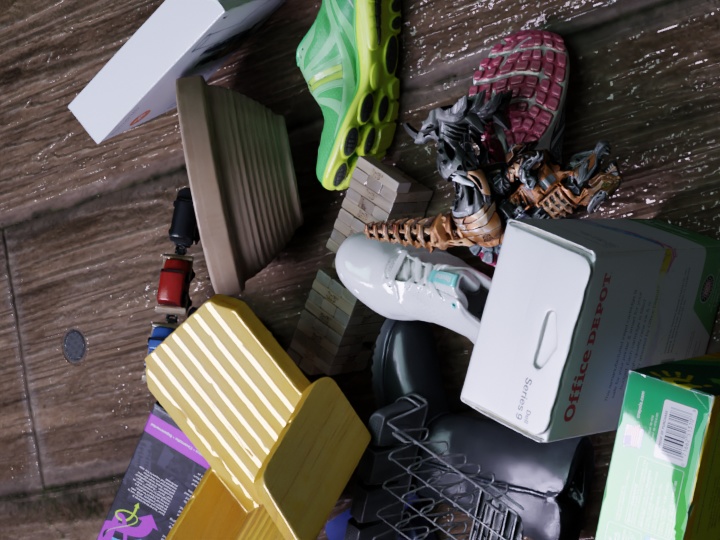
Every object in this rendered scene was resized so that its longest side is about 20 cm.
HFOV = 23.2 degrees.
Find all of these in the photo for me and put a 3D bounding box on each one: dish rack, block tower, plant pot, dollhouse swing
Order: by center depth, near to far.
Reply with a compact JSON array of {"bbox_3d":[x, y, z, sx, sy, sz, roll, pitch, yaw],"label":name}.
[{"bbox_3d":[0.067,0.209,1.424,0.200,0.054,0.154,33,121,42],"label":"dish rack"},{"bbox_3d":[-0.124,0.157,1.470,0.176,0.182,0.200,40,139,-10],"label":"dollhouse swing"},{"bbox_3d":[0.000,0.000,1.555,0.054,0.058,0.201,34,115,33],"label":"block tower"},{"bbox_3d":[-0.104,-0.082,1.584,0.092,0.201,0.202,-11,84,-1],"label":"plant pot"}]

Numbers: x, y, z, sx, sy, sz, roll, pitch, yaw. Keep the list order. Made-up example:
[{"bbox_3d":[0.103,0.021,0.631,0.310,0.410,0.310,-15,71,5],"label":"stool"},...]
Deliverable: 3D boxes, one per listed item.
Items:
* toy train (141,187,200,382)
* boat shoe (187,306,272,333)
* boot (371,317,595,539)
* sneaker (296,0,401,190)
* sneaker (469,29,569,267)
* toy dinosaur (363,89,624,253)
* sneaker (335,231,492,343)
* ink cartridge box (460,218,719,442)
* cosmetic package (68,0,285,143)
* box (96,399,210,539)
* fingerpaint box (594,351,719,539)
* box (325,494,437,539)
[{"bbox_3d":[-0.175,0.017,1.651,0.034,0.046,0.201,8,75,0],"label":"toy train"},{"bbox_3d":[-0.099,0.093,1.629,0.199,0.075,0.093,15,95,37],"label":"boat shoe"},{"bbox_3d":[0.102,0.130,1.467,0.200,0.066,0.166,15,111,42],"label":"boot"},{"bbox_3d":[-0.013,-0.169,1.549,0.083,0.074,0.201,5,86,37],"label":"sneaker"},{"bbox_3d":[0.129,-0.099,1.437,0.080,0.075,0.201,9,85,24],"label":"sneaker"},{"bbox_3d":[0.097,-0.065,1.358,0.199,0.102,0.136,-19,90,-2],"label":"toy dinosaur"},{"bbox_3d":[0.068,0.013,1.445,0.199,0.089,0.075,25,79,15],"label":"sneaker"},{"bbox_3d":[0.180,0.040,1.314,0.087,0.200,0.146,23,107,36],"label":"ink cartridge box"},{"bbox_3d":[-0.159,-0.210,1.610,0.200,0.151,0.052,-40,86,34],"label":"cosmetic package"},{"bbox_3d":[-0.159,0.225,1.655,0.143,0.036,0.200,31,122,6],"label":"box"},{"bbox_3d":[0.245,0.168,1.289,0.073,0.167,0.201,18,104,35],"label":"fingerpaint box"},{"bbox_3d":[0.035,0.295,1.556,0.121,0.032,0.201,-38,68,35],"label":"box"}]
